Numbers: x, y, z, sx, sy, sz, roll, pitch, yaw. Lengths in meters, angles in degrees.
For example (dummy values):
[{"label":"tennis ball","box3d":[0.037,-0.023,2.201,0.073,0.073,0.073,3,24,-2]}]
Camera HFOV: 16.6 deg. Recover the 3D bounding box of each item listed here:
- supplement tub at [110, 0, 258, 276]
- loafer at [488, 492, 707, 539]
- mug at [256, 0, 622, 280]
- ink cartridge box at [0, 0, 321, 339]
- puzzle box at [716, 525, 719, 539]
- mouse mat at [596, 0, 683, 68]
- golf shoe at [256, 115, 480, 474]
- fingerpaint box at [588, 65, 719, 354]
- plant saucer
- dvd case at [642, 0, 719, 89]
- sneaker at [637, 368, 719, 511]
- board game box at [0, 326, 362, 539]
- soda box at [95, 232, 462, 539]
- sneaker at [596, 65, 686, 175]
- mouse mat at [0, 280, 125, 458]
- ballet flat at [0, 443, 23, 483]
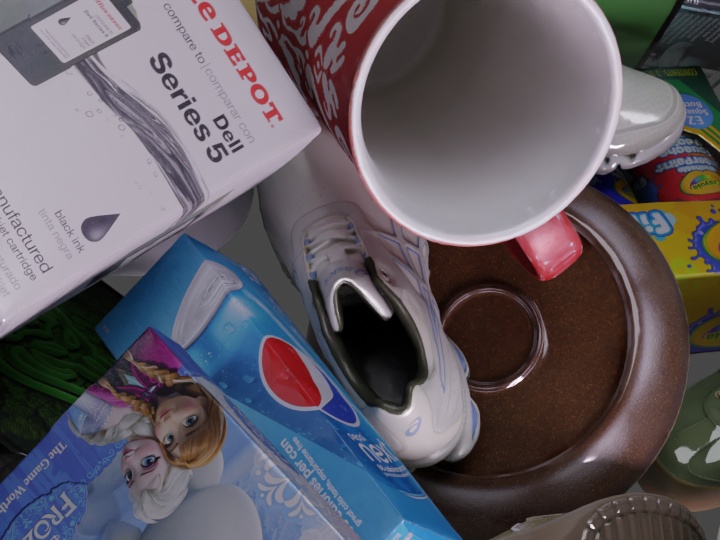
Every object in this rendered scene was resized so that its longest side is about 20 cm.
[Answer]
[{"label":"supplement tub","box3d":[-0.124,-0.111,1.336,0.144,0.146,0.201,5,46,-13]},{"label":"loafer","box3d":[0.091,0.152,1.202,0.199,0.068,0.076,-2,81,-38]},{"label":"mug","box3d":[0.027,-0.088,1.208,0.133,0.179,0.200,-9,23,-17]},{"label":"ink cartridge box","box3d":[-0.141,-0.071,1.150,0.200,0.084,0.146,-33,90,-33]},{"label":"puzzle box","box3d":[0.250,0.123,1.178,0.025,0.199,0.133,45,44,-23]},{"label":"mouse mat","box3d":[0.093,-0.147,1.404,0.160,0.200,0.008,8,76,-3]},{"label":"golf shoe","box3d":[0.000,0.000,1.215,0.078,0.097,0.201,-28,69,3]},{"label":"fingerpaint box","box3d":[0.125,-0.032,1.389,0.199,0.074,0.167,-4,48,-20]},{"label":"plant saucer","box3d":[0.067,0.037,1.258,0.199,0.032,0.202,-3,72,10]},{"label":"dvd case","box3d":[0.136,-0.149,1.464,0.199,0.146,0.022,10,77,-8]},{"label":"sneaker","box3d":[0.231,0.051,1.329,0.199,0.090,0.067,-25,59,-34]},{"label":"board game box","box3d":[-0.092,0.163,1.071,0.200,0.043,0.199,-47,66,2]},{"label":"soda box","box3d":[-0.040,0.076,1.153,0.200,0.068,0.064,50,11,34]},{"label":"sneaker","box3d":[0.083,-0.109,1.343,0.199,0.081,0.075,12,42,-2]},{"label":"mouse mat","box3d":[-0.176,0.026,1.239,0.200,0.008,0.161,34,29,26]},{"label":"ballet flat","box3d":[-0.209,0.047,1.221,0.199,0.057,0.066,34,48,16]}]
